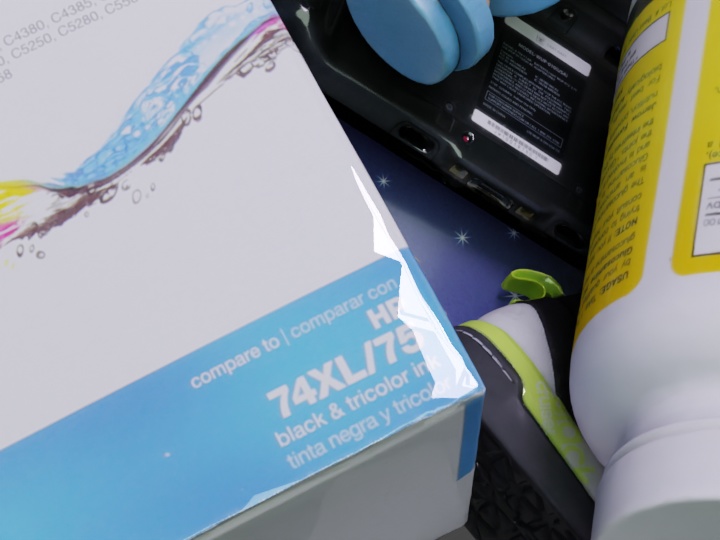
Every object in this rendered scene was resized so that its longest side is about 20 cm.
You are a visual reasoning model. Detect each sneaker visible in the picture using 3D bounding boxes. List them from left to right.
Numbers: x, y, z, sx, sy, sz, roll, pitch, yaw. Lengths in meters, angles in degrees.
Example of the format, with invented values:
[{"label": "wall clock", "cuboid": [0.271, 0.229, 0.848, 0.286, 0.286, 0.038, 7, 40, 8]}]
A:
[{"label": "sneaker", "cuboid": [0.096, 0.083, 0.817, 0.083, 0.072, 0.200, -28, 77, -30]}]

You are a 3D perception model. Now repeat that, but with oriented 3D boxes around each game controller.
[{"label": "game controller", "cuboid": [0.053, -0.062, 0.866, 0.199, 0.042, 0.105, 31, 60, -14]}]

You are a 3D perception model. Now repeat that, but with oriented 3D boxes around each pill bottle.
[{"label": "pill bottle", "cuboid": [0.120, 0.003, 0.773, 0.112, 0.113, 0.201, 20, 55, -10]}]

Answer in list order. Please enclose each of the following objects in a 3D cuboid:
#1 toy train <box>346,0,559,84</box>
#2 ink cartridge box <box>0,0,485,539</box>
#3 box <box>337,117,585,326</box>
[{"label": "toy train", "cuboid": [0.032, -0.155, 0.765, 0.084, 0.201, 0.116, 26, 58, 33]}, {"label": "ink cartridge box", "cuboid": [-0.076, 0.001, 0.756, 0.145, 0.147, 0.201, -26, 74, -8]}, {"label": "box", "cuboid": [0.000, 0.000, 0.867, 0.121, 0.032, 0.200, 41, 74, -5]}]
